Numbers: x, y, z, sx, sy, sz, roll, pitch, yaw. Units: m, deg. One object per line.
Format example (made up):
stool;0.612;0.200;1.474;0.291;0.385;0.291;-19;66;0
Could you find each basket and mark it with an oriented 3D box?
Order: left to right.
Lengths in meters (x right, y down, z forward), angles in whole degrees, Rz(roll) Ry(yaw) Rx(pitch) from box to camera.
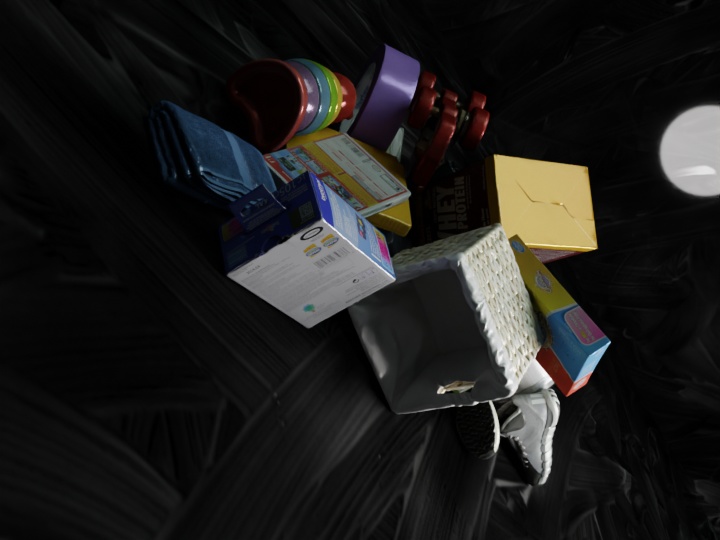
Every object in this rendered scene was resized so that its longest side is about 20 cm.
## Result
basket;0.118;0.065;1.215;0.161;0.198;0.200;-33;104;-52

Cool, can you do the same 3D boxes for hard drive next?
hard drive;0.054;-0.069;1.412;0.200;0.042;0.135;-83;156;-45

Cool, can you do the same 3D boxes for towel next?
towel;-0.164;-0.124;1.057;0.200;0.048;0.112;21;44;-62

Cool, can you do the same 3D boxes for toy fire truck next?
toy fire truck;0.116;-0.204;1.413;0.112;0.168;0.200;20;27;-6

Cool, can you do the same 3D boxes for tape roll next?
tape roll;0.022;-0.264;1.472;0.066;0.200;0.200;23;33;-14

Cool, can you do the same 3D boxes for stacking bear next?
stacking bear;-0.076;-0.245;1.284;0.200;0.114;0.122;-21;82;-60

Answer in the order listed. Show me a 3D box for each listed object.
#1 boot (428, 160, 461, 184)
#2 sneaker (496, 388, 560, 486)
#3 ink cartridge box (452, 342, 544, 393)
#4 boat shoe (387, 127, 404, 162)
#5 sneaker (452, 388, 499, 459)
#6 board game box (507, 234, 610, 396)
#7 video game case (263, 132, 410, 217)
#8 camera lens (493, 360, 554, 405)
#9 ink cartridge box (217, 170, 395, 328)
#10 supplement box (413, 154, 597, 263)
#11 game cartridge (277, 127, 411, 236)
boot;0.138;-0.072;1.566;0.200;0.168;0.076;66;20;9
sneaker;0.276;0.294;1.580;0.075;0.115;0.200;-107;-163;-63
ink cartridge box;0.182;0.077;1.343;0.076;0.200;0.148;-29;83;-44
boat shoe;0.031;-0.167;1.550;0.074;0.065;0.202;95;7;-61
sneaker;0.191;0.212;1.466;0.093;0.070;0.200;26;38;-50
board game box;0.258;0.066;1.280;0.200;0.040;0.153;52;-17;24
video game case;-0.034;-0.126;1.249;0.143;0.017;0.200;44;36;16
camera lens;0.263;0.129;1.623;0.200;0.160;0.160;58;20;-11
ink cartridge box;-0.068;-0.026;1.034;0.200;0.136;0.076;37;29;-51
supplement box;0.223;-0.082;1.417;0.197;0.200;0.133;2;78;-32
game cartridge;-0.024;-0.141;1.318;0.200;0.032;0.177;21;36;-19
